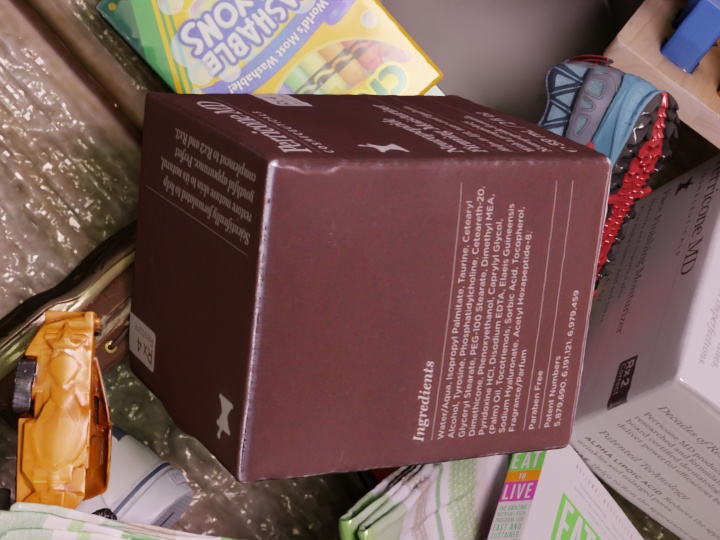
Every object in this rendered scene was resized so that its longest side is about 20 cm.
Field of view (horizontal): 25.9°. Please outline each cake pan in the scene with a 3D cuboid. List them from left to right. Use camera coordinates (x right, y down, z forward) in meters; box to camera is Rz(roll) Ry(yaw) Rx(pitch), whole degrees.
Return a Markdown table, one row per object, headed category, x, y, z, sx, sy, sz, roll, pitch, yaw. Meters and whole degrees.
| category | x | y | z | sx | sy | sz | roll | pitch | yaw |
| --- | --- | --- | --- | --- | --- | --- | --- | --- | --- |
| cake pan | 0.095 | -0.159 | 1.016 | 0.200 | 0.037 | 0.201 | 1 | 88 | -21 |

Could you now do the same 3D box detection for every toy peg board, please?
| category | x | y | z | sx | sy | sz | roll | pitch | yaw |
| --- | --- | --- | --- | --- | --- | --- | --- | --- | --- |
| toy peg board | 0.281 | -0.141 | 0.974 | 0.199 | 0.098 | 0.200 | 38 | 37 | 3 |

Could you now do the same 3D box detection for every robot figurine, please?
| category | x | y | z | sx | sy | sz | roll | pitch | yaw |
| --- | --- | --- | --- | --- | --- | --- | --- | --- | --- |
| robot figurine | -0.192 | 0.119 | 0.826 | 0.145 | 0.058 | 0.201 | 4 | 86 | -7 |

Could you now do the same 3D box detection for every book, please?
| category | x | y | z | sx | sy | sz | roll | pitch | yaw |
| --- | --- | --- | --- | --- | --- | --- | --- | --- | --- |
| book | 0.106 | 0.212 | 0.916 | 0.134 | 0.048 | 0.200 | 54 | 42 | -34 |

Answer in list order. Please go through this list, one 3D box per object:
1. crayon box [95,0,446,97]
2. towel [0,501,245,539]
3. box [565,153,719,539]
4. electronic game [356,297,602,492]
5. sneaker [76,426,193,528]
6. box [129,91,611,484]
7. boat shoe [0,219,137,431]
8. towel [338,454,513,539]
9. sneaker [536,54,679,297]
| category | x | y | z | sx | sy | sz | roll | pitch | yaw |
| --- | --- | --- | --- | --- | --- | --- | --- | --- | --- |
| crayon box | -0.043 | -0.124 | 0.934 | 0.126 | 0.052 | 0.200 | -43 | 99 | -1 |
| towel | -0.121 | 0.201 | 0.807 | 0.200 | 0.023 | 0.153 | 16 | 99 | -36 |
| box | 0.249 | 0.063 | 0.983 | 0.200 | 0.131 | 0.199 | 36 | 54 | -16 |
| electronic game | 0.081 | 0.079 | 1.000 | 0.200 | 0.042 | 0.201 | 1 | 88 | -21 |
| sneaker | -0.186 | 0.175 | 0.892 | 0.071 | 0.073 | 0.200 | 41 | 76 | 15 |
| box | 0.000 | 0.000 | 0.838 | 0.200 | 0.166 | 0.165 | -2 | 108 | -29 |
| boat shoe | -0.135 | 0.019 | 0.911 | 0.200 | 0.072 | 0.068 | -38 | 106 | -11 |
| towel | 0.055 | 0.172 | 0.896 | 0.200 | 0.031 | 0.150 | -30 | 112 | -59 |
| sneaker | 0.111 | -0.038 | 0.951 | 0.079 | 0.095 | 0.200 | 2 | 122 | -56 |
